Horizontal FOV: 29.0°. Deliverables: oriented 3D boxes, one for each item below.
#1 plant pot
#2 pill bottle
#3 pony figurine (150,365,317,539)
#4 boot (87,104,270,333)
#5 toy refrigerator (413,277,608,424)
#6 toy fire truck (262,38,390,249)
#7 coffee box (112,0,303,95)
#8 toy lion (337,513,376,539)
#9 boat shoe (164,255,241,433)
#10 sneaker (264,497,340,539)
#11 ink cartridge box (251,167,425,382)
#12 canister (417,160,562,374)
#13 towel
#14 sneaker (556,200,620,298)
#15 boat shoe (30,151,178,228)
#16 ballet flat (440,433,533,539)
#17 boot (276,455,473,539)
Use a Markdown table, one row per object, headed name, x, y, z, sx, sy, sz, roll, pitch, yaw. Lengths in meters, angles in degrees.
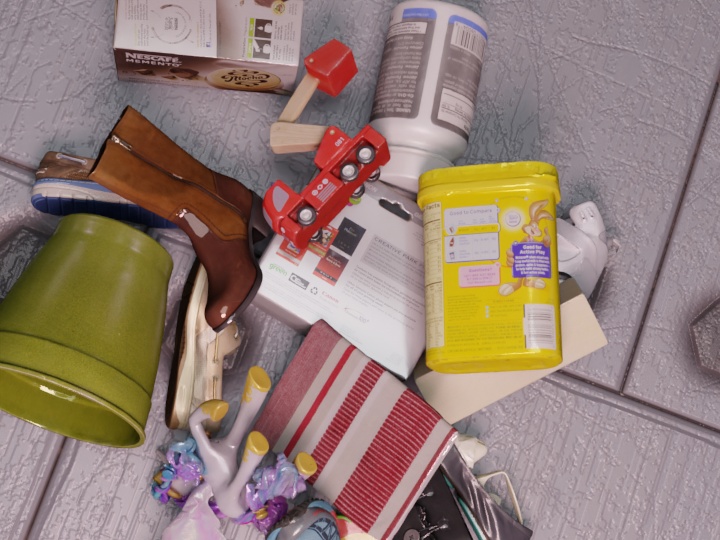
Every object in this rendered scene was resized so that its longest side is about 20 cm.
| name | x | y | z | sx | sy | sz | roll | pitch | yaw |
| --- | --- | --- | --- | --- | --- | --- | --- | --- | --- |
| plant pot | -0.283 | 0.053 | 1.426 | 0.199 | 0.201 | 0.194 | 19 | 68 | -4 |
| pill bottle | 0.070 | -0.185 | 1.535 | 0.113 | 0.114 | 0.202 | 13 | 80 | -5 |
| pony figurine | -0.130 | 0.224 | 1.406 | 0.166 | 0.200 | 0.194 | -11 | 62 | -46 |
| boot | -0.186 | -0.053 | 1.413 | 0.200 | 0.068 | 0.189 | 35 | 50 | -26 |
| toy refrigerator | 0.159 | 0.090 | 1.490 | 0.199 | 0.076 | 0.070 | -28 | 101 | 6 |
| toy fire truck | -0.047 | -0.134 | 1.470 | 0.141 | 0.049 | 0.200 | 39 | 78 | 22 |
| coffee box | -0.167 | -0.252 | 1.517 | 0.198 | 0.113 | 0.080 | 5 | 80 | -7 |
| toy lion | 0.038 | 0.336 | 1.479 | 0.191 | 0.069 | 0.200 | -38 | 85 | -4 |
| boat shoe | -0.163 | 0.073 | 1.491 | 0.064 | 0.072 | 0.202 | 10 | 82 | -15 |
| sneaker | -0.029 | 0.303 | 1.365 | 0.079 | 0.201 | 0.095 | -34 | 49 | -17 |
| ink cartridge box | 0.000 | 0.000 | 1.512 | 0.199 | 0.084 | 0.176 | 31 | 77 | -2 |
| canister | 0.134 | -0.001 | 1.425 | 0.147 | 0.087 | 0.202 | -4 | 74 | 13 |
| towel | -0.008 | 0.162 | 1.410 | 0.200 | 0.023 | 0.145 | 37 | 102 | 28 |
| sneaker | 0.195 | -0.046 | 1.551 | 0.200 | 0.075 | 0.115 | 40 | 78 | -5 |
| boat shoe | -0.252 | -0.095 | 1.503 | 0.198 | 0.072 | 0.073 | 7 | 69 | -12 |
| ballet flat | 0.120 | 0.224 | 1.499 | 0.073 | 0.073 | 0.201 | -35 | 92 | -11 |
| boot | 0.015 | 0.239 | 1.437 | 0.164 | 0.066 | 0.201 | -33 | 67 | 17 |
